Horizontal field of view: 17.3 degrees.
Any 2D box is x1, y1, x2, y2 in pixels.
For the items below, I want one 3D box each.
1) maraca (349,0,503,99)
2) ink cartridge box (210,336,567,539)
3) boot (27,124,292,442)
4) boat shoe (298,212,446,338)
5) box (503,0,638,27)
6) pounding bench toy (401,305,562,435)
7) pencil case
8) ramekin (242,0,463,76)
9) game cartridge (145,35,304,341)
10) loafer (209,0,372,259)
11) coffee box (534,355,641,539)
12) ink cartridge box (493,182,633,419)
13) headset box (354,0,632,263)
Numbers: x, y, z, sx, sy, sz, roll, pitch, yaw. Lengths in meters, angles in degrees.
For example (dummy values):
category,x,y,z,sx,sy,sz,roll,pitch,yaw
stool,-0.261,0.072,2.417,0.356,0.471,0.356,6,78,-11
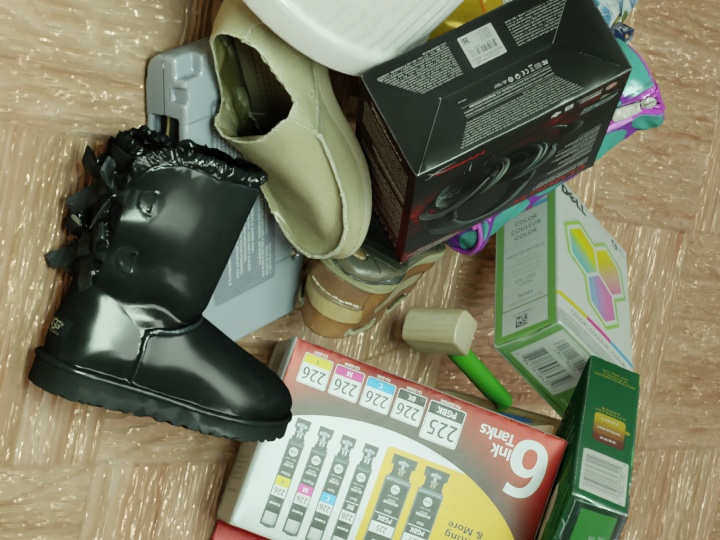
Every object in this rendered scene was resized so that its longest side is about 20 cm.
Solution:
category,x,y,z,sx,sy,sz,roll,pitch,yaw
maraca,0.046,-0.144,1.607,0.138,0.106,0.200,-62,172,-14
ink cartridge box,0.012,0.162,1.579,0.084,0.199,0.177,161,-51,-79
boot,-0.099,0.009,1.421,0.197,0.073,0.164,16,98,-37
boat shoe,0.000,0.000,1.603,0.074,0.075,0.200,-59,170,15
box,0.131,-0.215,1.751,0.137,0.040,0.200,-56,143,-17
pounding bench toy,0.079,0.125,1.738,0.156,0.124,0.202,3,100,-58
pencil case,0.128,-0.094,1.711,0.199,0.092,0.086,-35,120,-22
ramekin,-0.003,-0.226,1.393,0.200,0.105,0.201,33,39,-32
game cartridge,-0.082,-0.055,1.502,0.133,0.040,0.202,-24,122,-47
loafer,-0.051,-0.087,1.443,0.068,0.075,0.201,-42,126,-39
coffee box,0.147,0.155,1.591,0.200,0.044,0.124,-71,-179,-65
ink cartridge box,0.150,0.001,1.758,0.104,0.059,0.201,45,34,-36
headset box,0.076,-0.088,1.472,0.148,0.078,0.200,-26,165,-10
